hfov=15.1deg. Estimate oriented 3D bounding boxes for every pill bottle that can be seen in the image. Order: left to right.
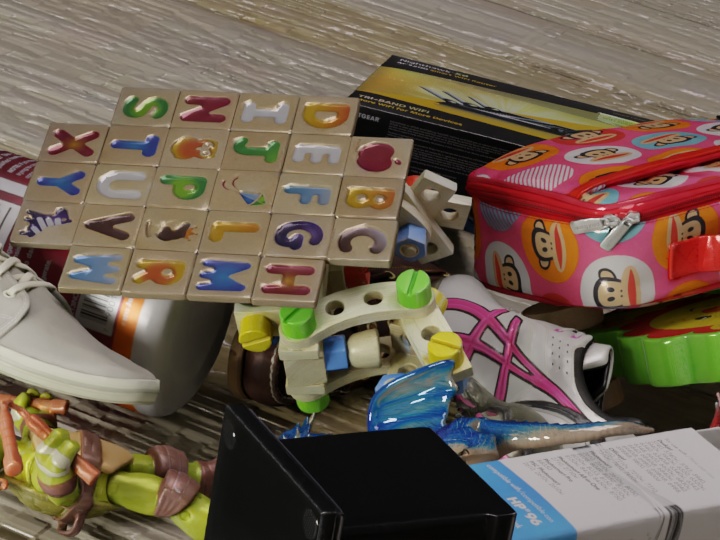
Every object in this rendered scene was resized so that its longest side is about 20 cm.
[{"bbox_3d":[-0.176,-0.002,1.479,0.200,0.113,0.113,19,25,16],"label":"pill bottle"}]

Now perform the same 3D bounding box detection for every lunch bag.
[{"bbox_3d":[0.176,-0.031,1.529,0.200,0.082,0.176,-15,17,-31],"label":"lunch bag"}]

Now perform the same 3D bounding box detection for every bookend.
[{"bbox_3d":[0.036,0.157,1.120,0.200,0.199,0.092,-2,25,-29],"label":"bookend"}]

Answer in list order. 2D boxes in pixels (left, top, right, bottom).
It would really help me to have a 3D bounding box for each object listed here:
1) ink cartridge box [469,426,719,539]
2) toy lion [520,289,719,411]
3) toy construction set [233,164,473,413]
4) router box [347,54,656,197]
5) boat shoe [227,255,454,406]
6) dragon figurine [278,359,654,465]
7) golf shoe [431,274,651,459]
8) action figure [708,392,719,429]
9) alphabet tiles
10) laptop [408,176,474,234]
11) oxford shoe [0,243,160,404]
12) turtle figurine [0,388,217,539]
[{"bbox_3d":[0.120,0.145,1.281,0.200,0.116,0.068,-7,31,-34],"label":"ink cartridge box"},{"bbox_3d":[0.204,0.029,1.526,0.192,0.069,0.200,-8,8,35],"label":"toy lion"},{"bbox_3d":[0.000,0.000,1.439,0.131,0.092,0.200,-2,33,8],"label":"toy construction set"},{"bbox_3d":[0.094,-0.084,1.829,0.200,0.052,0.157,15,18,8],"label":"router box"},{"bbox_3d":[-0.001,0.031,1.534,0.070,0.070,0.200,18,25,24],"label":"boat shoe"},{"bbox_3d":[0.037,0.086,1.334,0.200,0.059,0.099,-29,37,13],"label":"dragon figurine"},{"bbox_3d":[0.093,0.062,1.471,0.092,0.073,0.200,-26,38,-1],"label":"golf shoe"},{"bbox_3d":[0.218,0.092,1.470,0.065,0.099,0.200,12,27,6],"label":"action figure"},{"bbox_3d":[-0.076,-0.041,1.427,0.200,0.006,0.166,3,42,8],"label":"alphabet tiles"},{"bbox_3d":[-0.029,-0.031,1.663,0.200,0.116,0.187,-23,11,-8],"label":"laptop"},{"bbox_3d":[-0.188,0.016,1.386,0.200,0.058,0.075,24,2,20],"label":"oxford shoe"},{"bbox_3d":[-0.129,0.100,1.328,0.161,0.064,0.200,14,1,-15],"label":"turtle figurine"}]
